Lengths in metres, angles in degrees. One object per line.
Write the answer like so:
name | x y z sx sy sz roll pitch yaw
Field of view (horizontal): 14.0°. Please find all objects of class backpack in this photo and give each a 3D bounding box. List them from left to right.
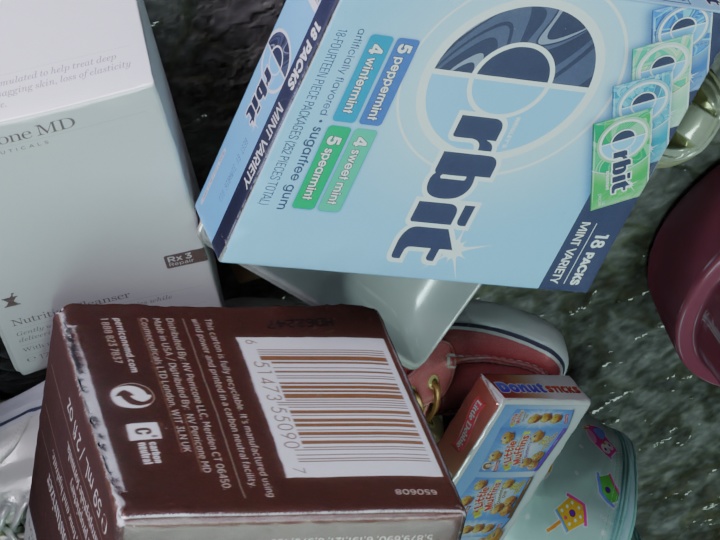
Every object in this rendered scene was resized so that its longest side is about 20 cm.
backpack | 0.080 0.166 1.685 0.153 0.176 0.200 29 120 -11

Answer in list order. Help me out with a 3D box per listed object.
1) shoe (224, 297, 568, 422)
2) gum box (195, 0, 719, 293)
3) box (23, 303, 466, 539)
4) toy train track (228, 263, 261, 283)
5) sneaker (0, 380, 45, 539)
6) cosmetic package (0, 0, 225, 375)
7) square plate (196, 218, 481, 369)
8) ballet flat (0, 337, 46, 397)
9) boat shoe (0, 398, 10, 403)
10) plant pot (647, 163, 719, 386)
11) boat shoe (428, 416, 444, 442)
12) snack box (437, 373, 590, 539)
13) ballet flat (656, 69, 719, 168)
shoe | 0.013 0.069 1.520 0.199 0.091 0.072 4 138 -11
gum box | 0.047 -0.072 1.323 0.200 0.045 0.170 5 129 -28
box | -0.064 0.142 1.385 0.164 0.166 0.200 0 123 -18
toy train track | 0.000 0.000 1.535 0.114 0.033 0.200 -15 137 10
sneaker | -0.172 0.108 1.472 0.200 0.071 0.073 -33 136 -10
cosmetic package | -0.135 -0.045 1.363 0.113 0.081 0.200 -15 147 1
square plate | 0.027 -0.067 1.419 0.200 0.028 0.198 -55 140 2
ballet flat | -0.200 0.031 1.482 0.200 0.057 0.067 -4 124 -34
boat shoe | -0.208 0.096 1.544 0.200 0.073 0.063 -10 137 -36
plant pot | 0.280 0.038 1.623 0.199 0.179 0.200 -14 146 -9
boat shoe | -0.032 0.073 1.599 0.200 0.069 0.074 6 137 -35
snack box | 0.045 0.139 1.549 0.072 0.024 0.200 4 125 -45
ballet flat | 0.137 -0.087 1.438 0.069 0.070 0.200 -36 146 21
